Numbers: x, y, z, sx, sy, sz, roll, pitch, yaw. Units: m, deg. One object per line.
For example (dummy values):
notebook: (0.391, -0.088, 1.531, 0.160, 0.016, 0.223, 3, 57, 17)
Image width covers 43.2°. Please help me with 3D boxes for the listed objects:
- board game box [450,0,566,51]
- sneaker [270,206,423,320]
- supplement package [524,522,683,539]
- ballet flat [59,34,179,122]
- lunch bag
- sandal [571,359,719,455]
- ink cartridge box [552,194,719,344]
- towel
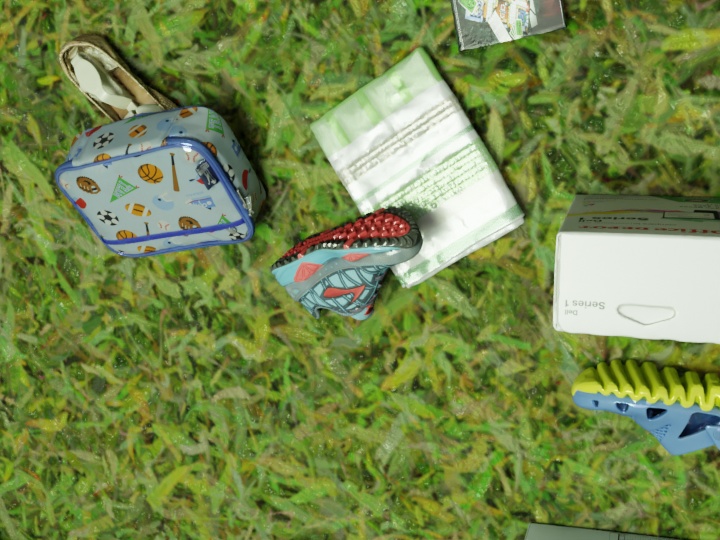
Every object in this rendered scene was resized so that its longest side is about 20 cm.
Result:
board game box: (0.124, -0.315, 0.845, 0.104, 0.023, 0.201, -7, 101, 22)
sneaker: (0.000, 0.000, 0.920, 0.199, 0.079, 0.096, -15, 113, 49)
supplement package: (0.256, 0.378, 0.899, 0.199, 0.147, 0.193, 2, 104, 18)
ballet flat: (-0.250, -0.175, 0.978, 0.200, 0.065, 0.071, 41, 110, 5)
lunch bag: (-0.202, -0.084, 0.953, 0.199, 0.076, 0.161, -5, 136, 21)
sandal: (0.301, 0.139, 0.868, 0.199, 0.079, 0.088, 8, 109, 18)
ink cartridge box: (0.247, -0.010, 0.782, 0.144, 0.200, 0.085, 3, 104, 17)
towel: (0.057, -0.101, 0.919, 0.149, 0.031, 0.201, -30, 90, 20)
